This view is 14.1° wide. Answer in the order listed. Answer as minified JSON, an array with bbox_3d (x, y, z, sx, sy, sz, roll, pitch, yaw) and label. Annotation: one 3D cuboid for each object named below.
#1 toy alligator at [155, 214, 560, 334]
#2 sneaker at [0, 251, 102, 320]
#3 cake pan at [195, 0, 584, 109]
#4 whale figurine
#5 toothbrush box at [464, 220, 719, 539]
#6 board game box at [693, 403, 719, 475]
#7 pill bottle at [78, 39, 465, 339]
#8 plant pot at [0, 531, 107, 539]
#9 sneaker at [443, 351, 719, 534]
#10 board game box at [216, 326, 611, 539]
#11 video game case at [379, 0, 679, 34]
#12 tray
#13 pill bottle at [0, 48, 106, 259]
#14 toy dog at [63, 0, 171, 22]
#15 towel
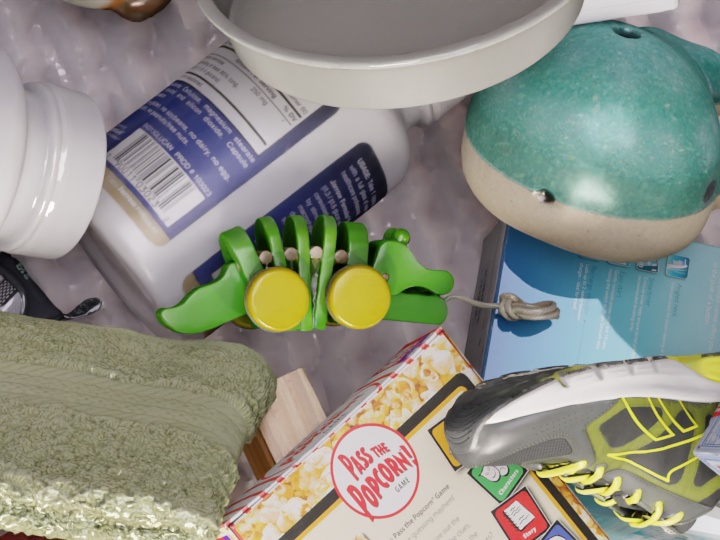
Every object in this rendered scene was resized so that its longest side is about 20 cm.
[{"bbox_3d":[0.000,0.000,1.384,0.199,0.059,0.055,-2,91,-15],"label":"toy alligator"},{"bbox_3d":[-0.193,-0.014,1.447,0.139,0.078,0.201,16,87,-5],"label":"sneaker"},{"bbox_3d":[0.020,-0.141,1.372,0.199,0.037,0.201,-6,39,5],"label":"cake pan"},{"bbox_3d":[0.133,-0.086,1.436,0.159,0.104,0.200,24,33,18],"label":"whale figurine"},{"bbox_3d":[0.152,0.063,1.462,0.199,0.085,0.147,10,78,-4],"label":"toothbrush box"},{"bbox_3d":[0.245,0.058,1.380,0.199,0.061,0.201,19,76,-46],"label":"board game box"},{"bbox_3d":[-0.046,-0.061,1.449,0.200,0.111,0.111,-38,86,-12],"label":"pill bottle"},{"bbox_3d":[-0.125,0.203,1.358,0.199,0.177,0.201,1,79,-6],"label":"plant pot"},{"bbox_3d":[0.128,0.083,1.349,0.199,0.074,0.085,-4,87,-33],"label":"sneaker"},{"bbox_3d":[0.042,0.151,1.350,0.151,0.046,0.200,-40,95,-27],"label":"board game box"},{"bbox_3d":[0.075,-0.180,1.455,0.142,0.018,0.200,-8,37,2],"label":"video game case"},{"bbox_3d":[-0.005,0.151,1.421,0.037,0.099,0.201,-25,83,-10],"label":"tray"},{"bbox_3d":[-0.223,-0.061,1.338,0.199,0.112,0.113,12,77,-31],"label":"pill bottle"},{"bbox_3d":[-0.103,-0.222,1.443,0.139,0.194,0.200,21,116,-24],"label":"toy dog"},{"bbox_3d":[-0.147,0.068,1.329,0.199,0.149,0.037,10,123,7],"label":"towel"}]
